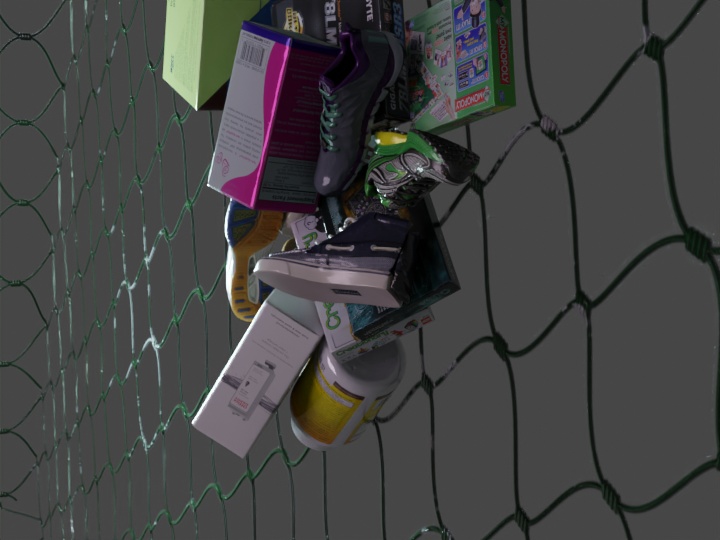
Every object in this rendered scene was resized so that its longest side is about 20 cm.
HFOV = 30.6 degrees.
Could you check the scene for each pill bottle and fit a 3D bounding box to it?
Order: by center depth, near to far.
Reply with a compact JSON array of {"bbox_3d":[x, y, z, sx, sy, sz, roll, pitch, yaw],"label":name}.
[{"bbox_3d":[-0.023,0.148,1.642,0.201,0.108,0.110,122,140,-51],"label":"pill bottle"}]

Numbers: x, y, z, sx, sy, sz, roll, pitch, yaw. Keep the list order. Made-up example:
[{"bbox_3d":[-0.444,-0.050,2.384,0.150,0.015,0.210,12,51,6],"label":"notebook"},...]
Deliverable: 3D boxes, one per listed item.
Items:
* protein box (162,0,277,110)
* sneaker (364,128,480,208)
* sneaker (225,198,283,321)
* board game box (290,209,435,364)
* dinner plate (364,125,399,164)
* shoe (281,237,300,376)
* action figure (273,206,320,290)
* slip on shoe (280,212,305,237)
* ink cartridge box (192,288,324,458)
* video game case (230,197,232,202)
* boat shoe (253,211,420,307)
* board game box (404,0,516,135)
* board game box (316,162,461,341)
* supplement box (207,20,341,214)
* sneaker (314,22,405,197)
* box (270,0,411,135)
[{"bbox_3d":[-0.209,-0.366,2.016,0.200,0.133,0.201,-138,50,-58],"label":"protein box"},{"bbox_3d":[0.066,-0.105,1.442,0.200,0.077,0.086,12,85,68],"label":"sneaker"},{"bbox_3d":[-0.148,-0.039,1.717,0.088,0.074,0.203,-137,54,-70],"label":"sneaker"},{"bbox_3d":[0.000,0.000,1.572,0.035,0.125,0.202,55,-168,-53],"label":"board game box"},{"bbox_3d":[0.017,-0.225,1.635,0.200,0.024,0.203,180,90,-67],"label":"dinner plate"},{"bbox_3d":[-0.081,0.054,1.820,0.053,0.069,0.203,-34,63,53],"label":"shoe"},{"bbox_3d":[-0.058,0.006,1.734,0.201,0.101,0.119,-61,37,24],"label":"action figure"},{"bbox_3d":[-0.098,-0.108,1.774,0.076,0.060,0.201,-56,12,23],"label":"slip on shoe"},{"bbox_3d":[-0.113,0.112,1.640,0.201,0.082,0.147,-58,0,22],"label":"ink cartridge box"},{"bbox_3d":[-0.097,-0.191,1.735,0.199,0.022,0.185,-13,66,47],"label":"video game case"},{"bbox_3d":[-0.022,-0.017,1.489,0.198,0.075,0.094,8,67,27],"label":"boat shoe"},{"bbox_3d":[0.104,-0.226,1.424,0.200,0.029,0.137,171,96,-66],"label":"board game box"},{"bbox_3d":[0.028,-0.036,1.520,0.134,0.028,0.202,-28,57,20],"label":"board game box"},{"bbox_3d":[-0.096,-0.178,1.553,0.101,0.103,0.203,28,107,45],"label":"supplement box"},{"bbox_3d":[-0.027,-0.182,1.482,0.074,0.087,0.202,39,113,46],"label":"sneaker"},{"bbox_3d":[-0.026,-0.254,1.589,0.197,0.049,0.203,-13,78,48],"label":"box"}]
